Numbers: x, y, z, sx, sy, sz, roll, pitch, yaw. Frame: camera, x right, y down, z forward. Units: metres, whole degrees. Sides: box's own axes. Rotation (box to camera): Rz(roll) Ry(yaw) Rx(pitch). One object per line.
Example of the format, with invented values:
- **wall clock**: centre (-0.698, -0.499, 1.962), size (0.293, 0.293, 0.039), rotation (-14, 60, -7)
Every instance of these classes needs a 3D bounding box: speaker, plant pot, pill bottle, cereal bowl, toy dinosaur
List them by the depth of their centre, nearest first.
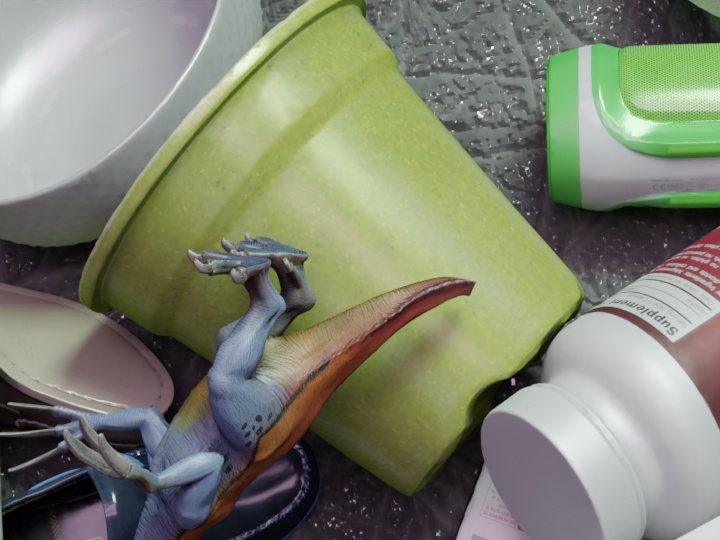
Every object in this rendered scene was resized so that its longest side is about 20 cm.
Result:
- **toy dinosaur**: centre (-0.063, 0.081, 0.927), size (0.198, 0.105, 0.183), rotation (9, 100, 1)
- **pill bottle**: centre (0.157, 0.052, 1.005), size (0.199, 0.113, 0.113), rotation (-31, 69, -23)
- **plant pot**: centre (0.000, 0.000, 1.046), size (0.184, 0.200, 0.201), rotation (41, 80, 6)
- **speaker**: centre (0.193, -0.073, 1.087), size (0.198, 0.089, 0.089), rotation (-1, 70, 7)
- **cereal bowl**: centre (-0.130, -0.092, 1.120), size (0.199, 0.083, 0.201), rotation (-19, 46, 21)

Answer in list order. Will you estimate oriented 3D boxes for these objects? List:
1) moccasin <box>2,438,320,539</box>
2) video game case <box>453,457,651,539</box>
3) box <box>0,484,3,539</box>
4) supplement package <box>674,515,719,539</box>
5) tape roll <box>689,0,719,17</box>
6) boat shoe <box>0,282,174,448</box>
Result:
- **moccasin**: centre (-0.115, 0.128, 1.065), size (0.199, 0.068, 0.081), rotation (-22, 69, -1)
- **video game case**: centre (0.128, 0.183, 1.031), size (0.199, 0.036, 0.182), rotation (18, 74, 13)
- **box**: centre (-0.220, 0.127, 1.028), size (0.121, 0.047, 0.202), rotation (-22, 64, 37)
- **supplement package**: centre (0.173, 0.216, 0.936), size (0.155, 0.111, 0.201), rotation (-28, 71, -1)
- **tape roll**: centre (0.238, -0.198, 1.114), size (0.201, 0.037, 0.204), rotation (-4, 48, 5)
- **boat shoe**: centre (-0.187, 0.046, 1.110), size (0.199, 0.060, 0.072), rotation (21, 35, 11)
